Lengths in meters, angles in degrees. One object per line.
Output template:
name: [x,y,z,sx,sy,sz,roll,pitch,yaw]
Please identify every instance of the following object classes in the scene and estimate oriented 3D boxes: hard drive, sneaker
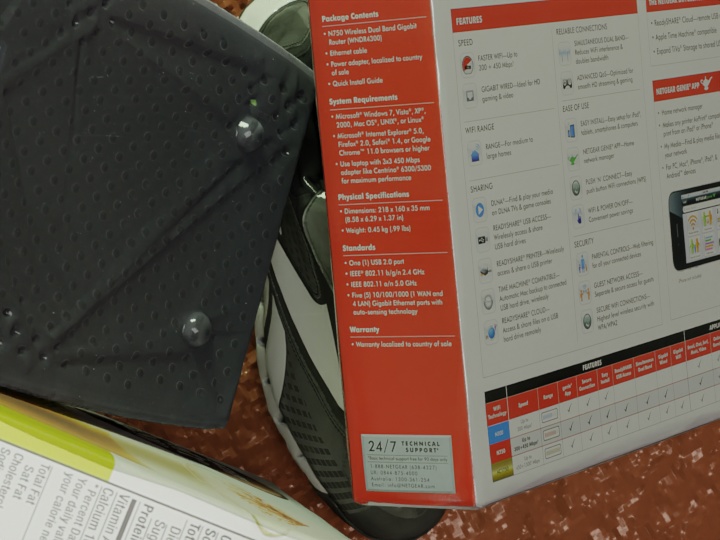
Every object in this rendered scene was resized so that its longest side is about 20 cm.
hard drive: [-0.101,-0.033,0.784,0.200,0.042,0.136,22,81,-48]
sneaker: [0.000,0.000,0.892,0.066,0.090,0.201,-11,96,-17]

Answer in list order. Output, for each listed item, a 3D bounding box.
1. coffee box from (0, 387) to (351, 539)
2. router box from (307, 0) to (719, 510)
coffee box: [-0.125,0.139,0.819,0.197,0.200,0.201,23,88,-14]
router box: [0.066,-0.028,0.870,0.200,0.049,0.181,-11,98,-53]
